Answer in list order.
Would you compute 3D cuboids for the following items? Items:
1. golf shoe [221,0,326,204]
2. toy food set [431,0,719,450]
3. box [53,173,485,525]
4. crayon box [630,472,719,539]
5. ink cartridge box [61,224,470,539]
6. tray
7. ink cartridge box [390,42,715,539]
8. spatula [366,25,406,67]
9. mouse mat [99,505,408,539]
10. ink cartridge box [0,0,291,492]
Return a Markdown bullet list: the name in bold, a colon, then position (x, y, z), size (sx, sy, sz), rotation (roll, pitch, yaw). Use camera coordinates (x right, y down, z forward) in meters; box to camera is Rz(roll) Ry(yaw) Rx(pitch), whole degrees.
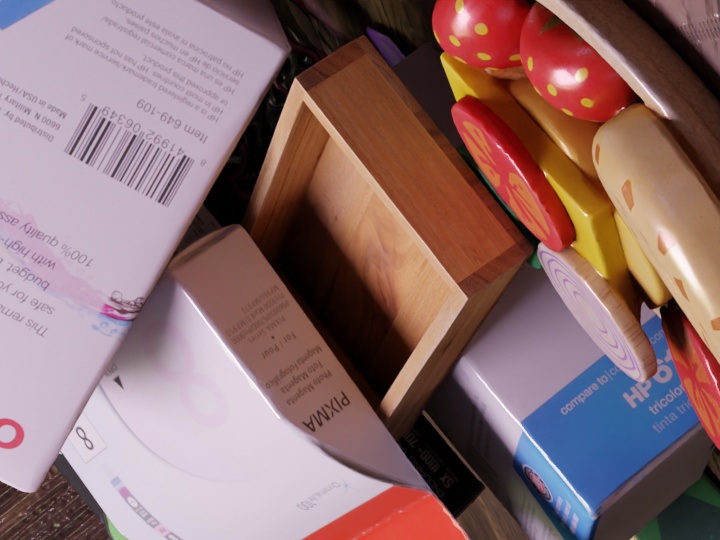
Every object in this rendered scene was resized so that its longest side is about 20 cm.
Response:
- **golf shoe**: position (-0.052, -0.104, 1.076), size (0.092, 0.072, 0.202), rotation (-98, -4, -87)
- **toy food set**: position (0.089, -0.016, 0.726), size (0.200, 0.049, 0.198), rotation (49, 173, 29)
- **box**: position (-0.064, 0.076, 1.062), size (0.200, 0.086, 0.164), rotation (50, 146, 1)
- **crayon box**: position (0.124, 0.098, 1.105), size (0.200, 0.051, 0.127), rotation (50, 174, 17)
- **ink cartridge box**: position (-0.040, 0.097, 0.923), size (0.201, 0.057, 0.162), rotation (57, 144, 4)
- **tray**: position (0.000, 0.000, 0.864), size (0.099, 0.037, 0.200), rotation (52, 158, 11)
- **ink cartridge box**: position (0.060, 0.021, 0.956), size (0.200, 0.084, 0.145), rotation (49, 169, 15)
- **spatula**: position (-0.008, -0.093, 1.086), size (0.057, 0.021, 0.200), rotation (55, 161, -21)
- **mouse mat**: position (-0.052, 0.107, 0.994), size (0.199, 0.008, 0.162), rotation (25, 137, 31)
- **ink cartridge box**: position (-0.143, -0.051, 0.873), size (0.146, 0.201, 0.146), rotation (28, -167, -16)
